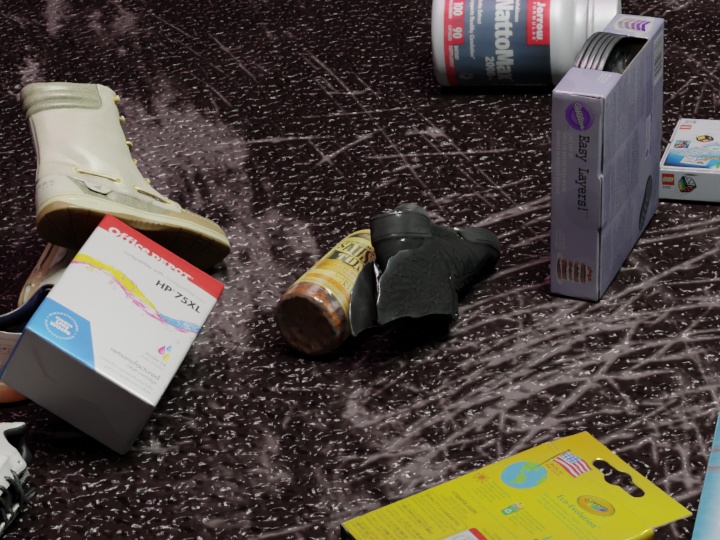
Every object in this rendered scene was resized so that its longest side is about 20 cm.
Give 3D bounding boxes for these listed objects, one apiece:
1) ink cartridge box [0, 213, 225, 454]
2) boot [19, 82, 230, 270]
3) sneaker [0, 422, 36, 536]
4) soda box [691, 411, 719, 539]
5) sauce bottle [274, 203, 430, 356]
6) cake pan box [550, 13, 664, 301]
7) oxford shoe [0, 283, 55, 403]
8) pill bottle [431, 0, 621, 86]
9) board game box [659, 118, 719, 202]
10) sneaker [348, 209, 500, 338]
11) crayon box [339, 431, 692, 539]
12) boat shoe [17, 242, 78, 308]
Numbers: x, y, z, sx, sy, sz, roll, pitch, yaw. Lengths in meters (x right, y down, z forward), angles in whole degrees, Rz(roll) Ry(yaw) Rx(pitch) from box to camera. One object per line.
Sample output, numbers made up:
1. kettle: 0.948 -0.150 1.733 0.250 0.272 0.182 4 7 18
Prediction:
1. ink cartridge box: -0.186 0.036 1.379 0.116 0.067 0.201 31 38 -5
2. boot: -0.208 -0.083 1.546 0.199 0.072 0.156 16 46 -41
3. sneaker: -0.270 0.159 1.228 0.079 0.074 0.200 -6 28 -6
4. soda box: 0.251 0.171 1.124 0.068 0.064 0.200 4 28 17
5. sauce bottle: 0.000 0.000 1.492 0.065 0.067 0.200 9 32 25
6. cake pan box: 0.214 -0.103 1.507 0.052 0.202 0.184 9 33 21
7. oxford shoe: -0.226 0.044 1.438 0.199 0.074 0.071 -22 31 -29
8. pill bottle: 0.182 -0.261 1.900 0.198 0.121 0.120 0 28 12
9. board game box: 0.389 -0.101 1.650 0.198 0.035 0.126 5 28 19
10. sneaker: 0.057 0.012 1.461 0.060 0.105 0.199 -17 -18 33
11. crayon box: 0.102 0.182 1.142 0.198 0.051 0.127 -18 30 -22
12. boat shoe: -0.262 -0.019 1.571 0.062 0.074 0.201 0 35 0
